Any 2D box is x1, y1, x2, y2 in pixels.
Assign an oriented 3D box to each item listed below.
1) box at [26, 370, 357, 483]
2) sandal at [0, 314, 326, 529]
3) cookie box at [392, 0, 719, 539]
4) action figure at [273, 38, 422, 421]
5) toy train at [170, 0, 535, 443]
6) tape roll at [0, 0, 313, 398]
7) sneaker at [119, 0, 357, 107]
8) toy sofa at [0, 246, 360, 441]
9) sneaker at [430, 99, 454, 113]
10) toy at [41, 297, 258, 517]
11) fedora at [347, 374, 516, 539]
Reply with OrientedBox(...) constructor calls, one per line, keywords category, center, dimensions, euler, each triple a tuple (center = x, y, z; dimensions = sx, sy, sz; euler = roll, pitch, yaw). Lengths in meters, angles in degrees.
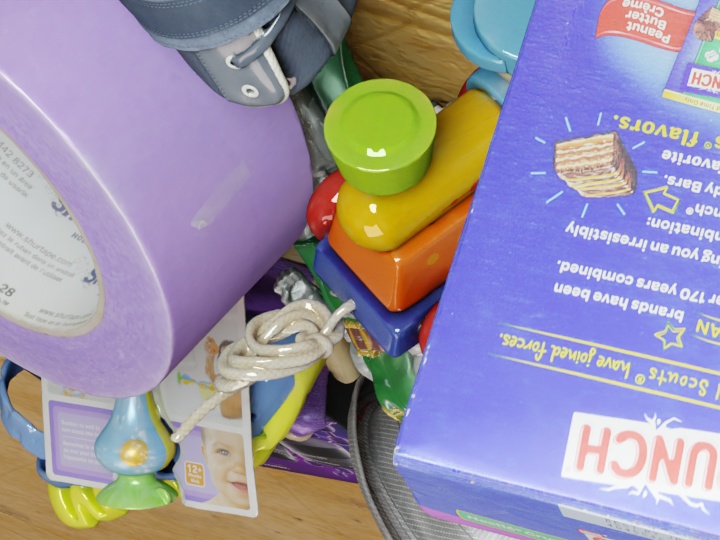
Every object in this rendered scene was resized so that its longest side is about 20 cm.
OrientedBox(category="box", center=(-0.064, 0.047, 1.433), dimensions=(0.200, 0.079, 0.141), euler=(7, 157, 35))
OrientedBox(category="sandal", center=(-0.096, 0.057, 1.240), dimensions=(0.200, 0.080, 0.087), euler=(-24, 117, 42))
OrientedBox(category="cookie box", center=(0.120, -0.006, 0.841), dimensions=(0.171, 0.200, 0.075), euler=(14, 163, 17))
OrientedBox(category="action figure", center=(0.000, 0.000, 1.081), dimensions=(0.200, 0.055, 0.118), euler=(62, 159, -15))
OrientedBox(category="toy train", center=(0.008, -0.020, 0.957), dimensions=(0.085, 0.200, 0.116), euler=(48, 166, 27))
OrientedBox(category="tape roll", center=(-0.120, -0.053, 1.021), dimensions=(0.200, 0.085, 0.200), euler=(33, 151, 21))
OrientedBox(category="sneaker", center=(-0.025, -0.112, 0.847), dimensions=(0.202, 0.077, 0.146), euler=(15, 155, 48))
OrientedBox(category="toy sofa", center=(-0.096, 0.003, 1.288), dimensions=(0.200, 0.098, 0.083), euler=(15, 163, 14))
OrientedBox(category="sneaker", center=(0.071, 0.004, 1.075), dimensions=(0.200, 0.116, 0.075), euler=(10, 162, 26))
OrientedBox(category="toy", center=(-0.104, 0.007, 1.158), dimensions=(0.115, 0.200, 0.047), euler=(7, -159, 32))
OrientedBox(category="fedora", center=(0.085, 0.093, 1.267), dimensions=(0.177, 0.200, 0.090), euler=(21, 121, -35))
